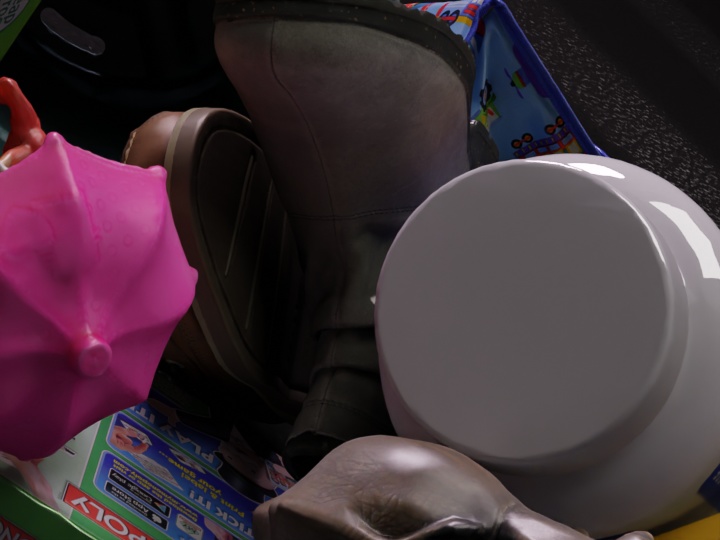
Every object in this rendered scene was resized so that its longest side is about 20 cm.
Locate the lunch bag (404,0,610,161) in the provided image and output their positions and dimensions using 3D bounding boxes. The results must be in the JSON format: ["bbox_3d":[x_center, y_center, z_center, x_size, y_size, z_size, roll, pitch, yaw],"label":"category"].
[{"bbox_3d":[0.069,-0.030,1.134,0.200,0.094,0.150,43,-13,-22],"label":"lunch bag"}]

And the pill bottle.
[{"bbox_3d":[0.069,0.028,0.716,0.112,0.112,0.200,44,2,20],"label":"pill bottle"}]

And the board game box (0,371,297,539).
[{"bbox_3d":[-0.102,0.047,0.724,0.199,0.029,0.135,35,18,-10],"label":"board game box"}]

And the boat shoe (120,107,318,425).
[{"bbox_3d":[-0.054,0.007,0.788,0.067,0.072,0.200,6,-24,15],"label":"boat shoe"}]

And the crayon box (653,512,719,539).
[{"bbox_3d":[0.149,0.119,0.659,0.200,0.125,0.052,-122,-162,-51],"label":"crayon box"}]

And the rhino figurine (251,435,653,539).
[{"bbox_3d":[0.013,0.080,0.629,0.087,0.060,0.200,20,-9,-3],"label":"rhino figurine"}]

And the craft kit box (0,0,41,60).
[{"bbox_3d":[-0.189,-0.071,0.560,0.197,0.200,0.048,39,17,7],"label":"craft kit box"}]

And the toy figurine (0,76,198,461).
[{"bbox_3d":[-0.123,-0.029,0.680,0.185,0.150,0.200,54,-6,8],"label":"toy figurine"}]

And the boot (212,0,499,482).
[{"bbox_3d":[0.000,0.000,0.739,0.067,0.132,0.200,5,-15,18],"label":"boot"}]

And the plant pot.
[{"bbox_3d":[-0.091,-0.132,0.964,0.200,0.201,0.196,34,10,-12],"label":"plant pot"}]
